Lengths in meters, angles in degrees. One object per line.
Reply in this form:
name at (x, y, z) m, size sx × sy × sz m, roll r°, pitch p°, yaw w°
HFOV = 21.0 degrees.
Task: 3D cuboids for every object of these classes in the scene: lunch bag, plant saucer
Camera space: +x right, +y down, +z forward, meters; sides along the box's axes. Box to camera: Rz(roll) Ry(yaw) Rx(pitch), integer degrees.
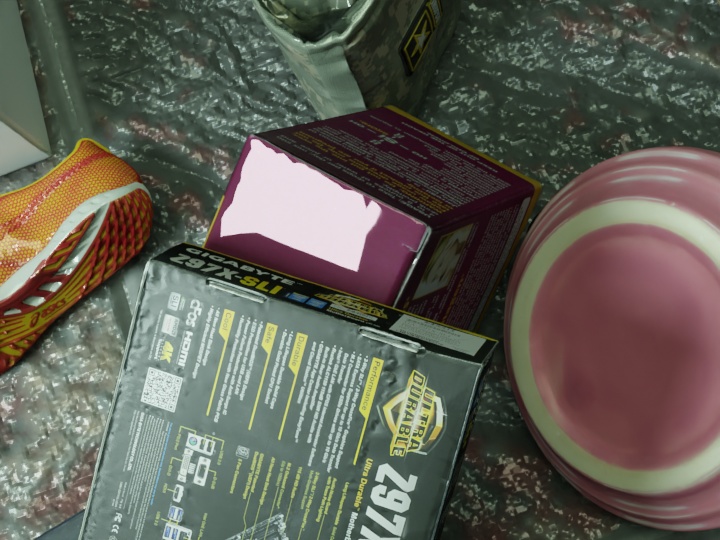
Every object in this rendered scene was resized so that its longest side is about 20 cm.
lunch bag at (-0.008, -0.178, 1.086) m, size 0.117 × 0.164 × 0.200 m, roll -10°, pitch 71°, yaw 6°
plant saucer at (0.153, 0.037, 1.001) m, size 0.200 × 0.051 × 0.201 m, roll 4°, pitch 97°, yaw 36°

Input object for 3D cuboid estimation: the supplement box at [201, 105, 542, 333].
supplement box at (0.000, 0.000, 0.990) m, size 0.103 × 0.200 × 0.131 m, roll 29°, pitch 106°, yaw 14°

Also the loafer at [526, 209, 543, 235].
loafer at (0.192, -0.018, 1.070) m, size 0.200 × 0.071 × 0.073 m, roll -5°, pitch 99°, yaw 17°

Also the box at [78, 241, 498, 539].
box at (-0.041, 0.106, 0.886) m, size 0.159 × 0.049 × 0.200 m, roll 16°, pitch 103°, yaw 9°

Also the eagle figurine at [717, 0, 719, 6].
eagle figurine at (0.252, -0.264, 1.110) m, size 0.200 × 0.152 × 0.151 m, roll -36°, pitch 51°, yaw -1°

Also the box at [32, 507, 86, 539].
box at (-0.135, 0.247, 0.979) m, size 0.200 × 0.123 × 0.199 m, roll -30°, pitch 70°, yaw -6°

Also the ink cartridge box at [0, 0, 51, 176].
ink cartridge box at (-0.304, -0.116, 1.093) m, size 0.200 × 0.146 × 0.147 m, roll -19°, pitch 70°, yaw 10°

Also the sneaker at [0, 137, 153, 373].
sneaker at (-0.209, 0.004, 1.109) m, size 0.200 × 0.073 × 0.077 m, roll -36°, pitch 51°, yaw -11°
